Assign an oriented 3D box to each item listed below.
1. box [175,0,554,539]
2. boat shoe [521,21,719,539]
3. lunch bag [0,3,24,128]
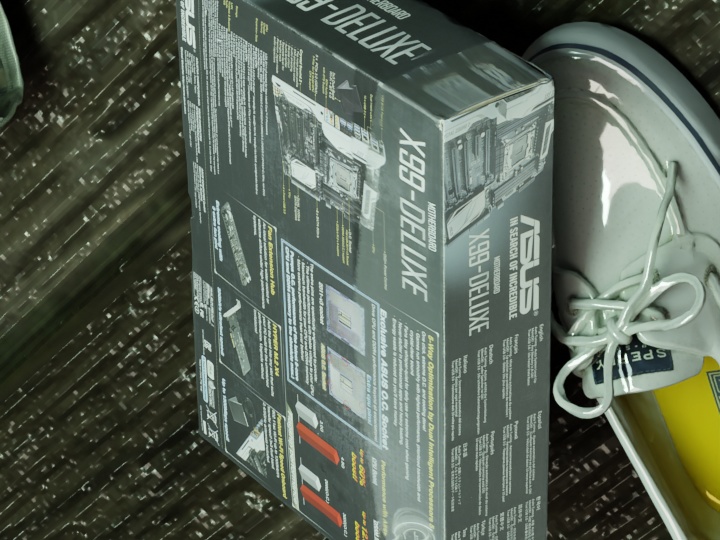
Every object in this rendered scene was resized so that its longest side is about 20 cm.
[{"bbox_3d":[0.000,0.000,1.041,0.157,0.050,0.201,34,135,46],"label":"box"},{"bbox_3d":[0.096,0.019,1.025,0.074,0.086,0.203,-10,113,31],"label":"boat shoe"},{"bbox_3d":[-0.231,-0.115,1.098,0.163,0.118,0.201,-9,119,33],"label":"lunch bag"}]
